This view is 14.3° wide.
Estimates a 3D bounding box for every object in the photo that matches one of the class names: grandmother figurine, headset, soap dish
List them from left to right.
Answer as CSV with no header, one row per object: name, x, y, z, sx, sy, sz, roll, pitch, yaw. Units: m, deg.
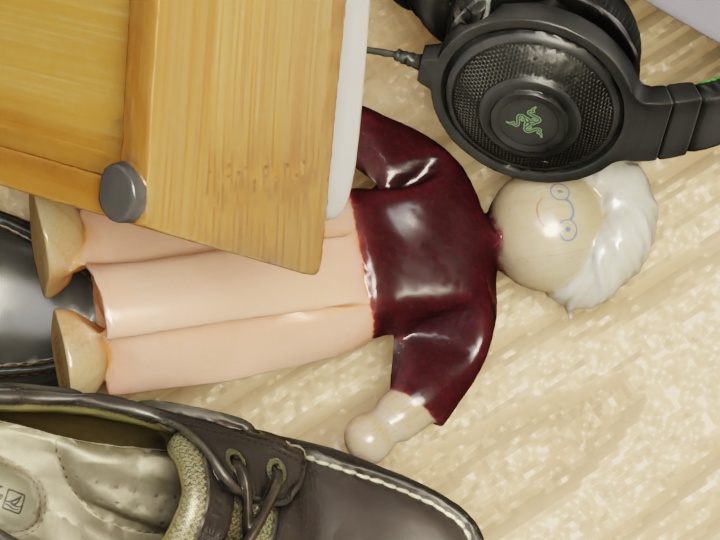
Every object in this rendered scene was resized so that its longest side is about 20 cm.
soap dish,-0.089,-0.094,0.839,0.199,0.081,0.158,16,107,40
grandmother figurine,0.000,0.000,0.916,0.199,0.061,0.122,-11,90,-11
headset,0.047,-0.093,0.905,0.199,0.094,0.124,-7,48,-17

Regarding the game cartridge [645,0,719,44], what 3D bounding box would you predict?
game cartridge,0.110,-0.126,0.915,0.200,0.133,0.041,34,122,10

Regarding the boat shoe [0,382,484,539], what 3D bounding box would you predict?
boat shoe,-0.055,0.077,0.857,0.199,0.065,0.074,9,78,-10

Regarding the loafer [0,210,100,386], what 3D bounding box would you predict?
loafer,-0.175,0.000,0.933,0.199,0.072,0.073,8,80,3

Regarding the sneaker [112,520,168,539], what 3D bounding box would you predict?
sneaker,-0.127,0.084,0.923,0.199,0.077,0.081,6,75,-4
